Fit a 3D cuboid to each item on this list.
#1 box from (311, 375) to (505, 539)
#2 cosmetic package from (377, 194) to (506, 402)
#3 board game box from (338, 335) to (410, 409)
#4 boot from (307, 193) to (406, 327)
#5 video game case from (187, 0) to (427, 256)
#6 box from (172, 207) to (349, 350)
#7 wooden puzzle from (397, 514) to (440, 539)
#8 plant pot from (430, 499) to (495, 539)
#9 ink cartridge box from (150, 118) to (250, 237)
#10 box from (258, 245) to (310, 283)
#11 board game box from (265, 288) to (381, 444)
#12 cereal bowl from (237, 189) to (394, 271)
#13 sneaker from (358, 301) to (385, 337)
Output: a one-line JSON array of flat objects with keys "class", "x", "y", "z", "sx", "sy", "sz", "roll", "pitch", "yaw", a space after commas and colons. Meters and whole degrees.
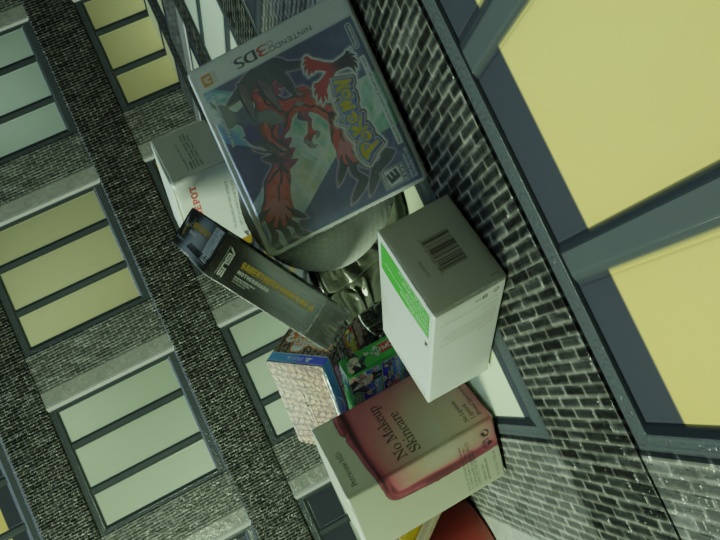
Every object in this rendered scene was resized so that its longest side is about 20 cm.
[{"class": "box", "x": 0.058, "y": 0.223, "z": 1.004, "sx": 0.128, "sy": 0.197, "sz": 0.111, "roll": 49, "pitch": 162, "yaw": 52}, {"class": "cosmetic package", "x": 0.078, "y": 0.035, "z": 0.817, "sx": 0.108, "sy": 0.084, "sz": 0.202, "roll": 56, "pitch": 165, "yaw": 29}, {"class": "board game box", "x": 0.044, "y": 0.150, "z": 1.087, "sx": 0.029, "sy": 0.133, "sz": 0.202, "roll": 53, "pitch": 164, "yaw": 33}, {"class": "boot", "x": -0.009, "y": -0.041, "z": 0.944, "sx": 0.204, "sy": 0.128, "sz": 0.068, "roll": 69, "pitch": 169, "yaw": -18}, {"class": "video game case", "x": -0.053, "y": -0.144, "z": 0.812, "sx": 0.203, "sy": 0.179, "sz": 0.023, "roll": 65, "pitch": -174, "yaw": 0}, {"class": "box", "x": -0.114, "y": 0.004, "z": 0.890, "sx": 0.157, "sy": 0.049, "sz": 0.200, "roll": 33, "pitch": 178, "yaw": -24}, {"class": "wooden puzzle", "x": 0.086, "y": 0.341, "z": 1.248, "sx": 0.037, "sy": 0.204, "sz": 0.185, "roll": 22, "pitch": 176, "yaw": -12}, {"class": "plant pot", "x": 0.132, "y": 0.492, "z": 1.293, "sx": 0.203, "sy": 0.175, "sz": 0.201, "roll": 61, "pitch": 169, "yaw": 20}, {"class": "ink cartridge box", "x": -0.150, "y": -0.124, "z": 1.036, "sx": 0.084, "sy": 0.197, "sz": 0.146, "roll": 53, "pitch": 161, "yaw": 32}, {"class": "box", "x": -0.119, "y": -0.057, "z": 1.211, "sx": 0.201, "sy": 0.047, "sz": 0.161, "roll": 102, "pitch": 148, "yaw": -62}, {"class": "board game box", "x": -0.031, "y": 0.131, "z": 1.213, "sx": 0.095, "sy": 0.201, "sz": 0.162, "roll": 2, "pitch": 127, "yaw": 29}, {"class": "cereal bowl", "x": -0.062, "y": -0.100, "z": 0.885, "sx": 0.083, "sy": 0.199, "sz": 0.203, "roll": 3, "pitch": -127, "yaw": -55}, {"class": "sneaker", "x": 0.000, "y": 0.000, "z": 1.083, "sx": 0.201, "sy": 0.078, "sz": 0.090, "roll": 54, "pitch": 179, "yaw": -27}]
